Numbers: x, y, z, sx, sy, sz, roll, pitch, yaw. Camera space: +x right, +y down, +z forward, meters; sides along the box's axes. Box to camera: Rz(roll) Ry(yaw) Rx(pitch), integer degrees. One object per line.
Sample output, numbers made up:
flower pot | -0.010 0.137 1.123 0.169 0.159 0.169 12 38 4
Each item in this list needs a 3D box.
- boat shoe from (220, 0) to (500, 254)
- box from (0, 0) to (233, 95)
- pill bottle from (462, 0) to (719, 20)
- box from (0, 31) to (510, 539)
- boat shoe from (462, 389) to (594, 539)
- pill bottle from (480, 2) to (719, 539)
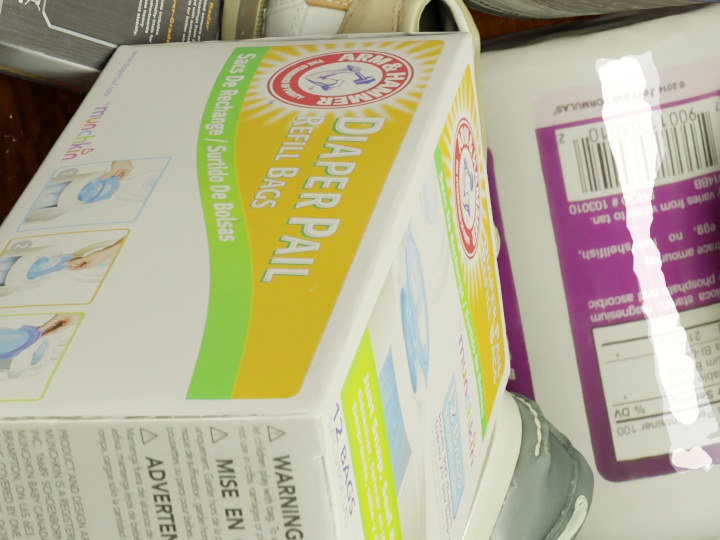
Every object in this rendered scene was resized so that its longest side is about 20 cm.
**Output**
boat shoe | 0.000 0.000 0.813 0.075 0.068 0.200 -23 120 -36
box | -0.065 -0.151 0.781 0.158 0.048 0.200 10 89 -64
pill bottle | 0.066 -0.131 0.802 0.114 0.200 0.114 -1 93 -21
box | -0.031 0.029 0.683 0.101 0.200 0.113 -1 118 14
boat shoe | 0.012 0.130 0.789 0.062 0.073 0.200 29 80 -39
pill bottle | 0.087 0.021 0.865 0.112 0.112 0.200 -14 98 -21
